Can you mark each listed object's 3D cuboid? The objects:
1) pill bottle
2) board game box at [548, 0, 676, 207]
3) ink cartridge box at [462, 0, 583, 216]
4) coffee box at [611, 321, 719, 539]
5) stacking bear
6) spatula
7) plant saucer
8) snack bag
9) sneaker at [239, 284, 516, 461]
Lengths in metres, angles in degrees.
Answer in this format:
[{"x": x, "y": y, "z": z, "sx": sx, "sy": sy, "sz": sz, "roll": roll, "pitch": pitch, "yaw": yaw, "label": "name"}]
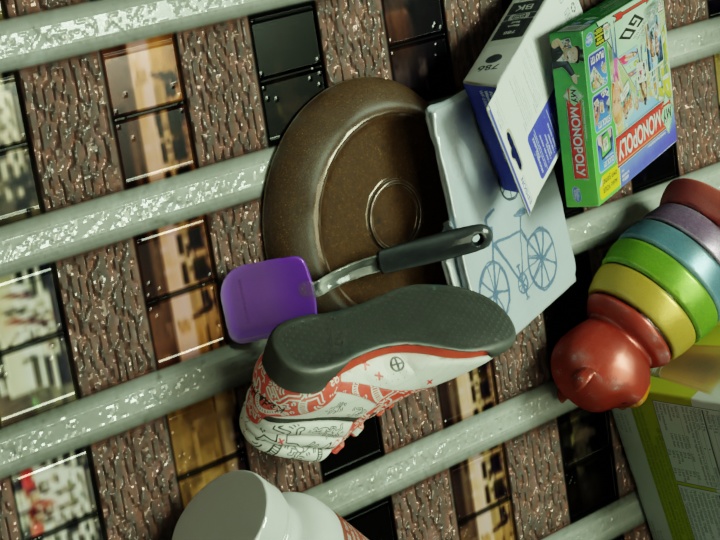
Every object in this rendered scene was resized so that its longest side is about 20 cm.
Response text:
[{"x": -0.036, "y": 0.223, "z": 1.330, "sx": 0.200, "sy": 0.112, "sz": 0.112, "roll": 44, "pitch": 66, "yaw": -35, "label": "pill bottle"}, {"x": 0.200, "y": -0.141, "z": 1.511, "sx": 0.200, "sy": 0.029, "sz": 0.135, "roll": -36, "pitch": 121, "yaw": -58, "label": "board game box"}, {"x": 0.126, "y": -0.134, "z": 1.445, "sx": 0.200, "sy": 0.039, "sz": 0.099, "roll": -59, "pitch": 135, "yaw": -47, "label": "ink cartridge box"}, {"x": 0.361, "y": 0.140, "z": 1.620, "sx": 0.200, "sy": 0.198, "sz": 0.200, "roll": -36, "pitch": 117, "yaw": -34, "label": "coffee box"}, {"x": 0.233, "y": 0.032, "z": 1.558, "sx": 0.114, "sy": 0.121, "sz": 0.200, "roll": 43, "pitch": 74, "yaw": -3, "label": "stacking bear"}, {"x": 0.000, "y": 0.000, "z": 1.346, "sx": 0.200, "sy": 0.021, "sz": 0.057, "roll": -17, "pitch": 110, "yaw": -15, "label": "spatula"}, {"x": 0.016, "y": -0.040, "z": 1.403, "sx": 0.200, "sy": 0.034, "sz": 0.200, "roll": -6, "pitch": 99, "yaw": -41, "label": "plant saucer"}, {"x": 0.104, "y": -0.051, "z": 1.455, "sx": 0.189, "sy": 0.021, "sz": 0.200, "roll": -35, "pitch": 116, "yaw": -55, "label": "snack bag"}, {"x": 0.008, "y": 0.074, "z": 1.356, "sx": 0.201, "sy": 0.067, "sz": 0.108, "roll": -10, "pitch": 142, "yaw": -34, "label": "sneaker"}]
